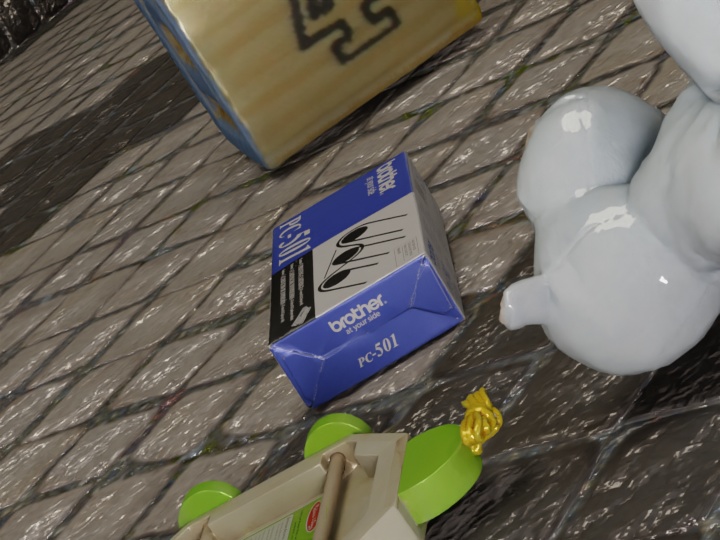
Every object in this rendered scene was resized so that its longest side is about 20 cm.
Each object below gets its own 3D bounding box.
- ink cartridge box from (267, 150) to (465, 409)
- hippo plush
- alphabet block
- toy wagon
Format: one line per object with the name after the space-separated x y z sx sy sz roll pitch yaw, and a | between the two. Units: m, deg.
0.000 0.000 1.139 0.094 0.044 0.200 -31 16 7 | ink cartridge box
0.146 -0.023 0.814 0.161 0.158 0.202 -43 48 43 | hippo plush
-0.057 -0.221 1.597 0.199 0.197 0.195 -35 17 -5 | alphabet block
-0.023 0.114 0.865 0.199 0.040 0.155 -29 17 16 | toy wagon
